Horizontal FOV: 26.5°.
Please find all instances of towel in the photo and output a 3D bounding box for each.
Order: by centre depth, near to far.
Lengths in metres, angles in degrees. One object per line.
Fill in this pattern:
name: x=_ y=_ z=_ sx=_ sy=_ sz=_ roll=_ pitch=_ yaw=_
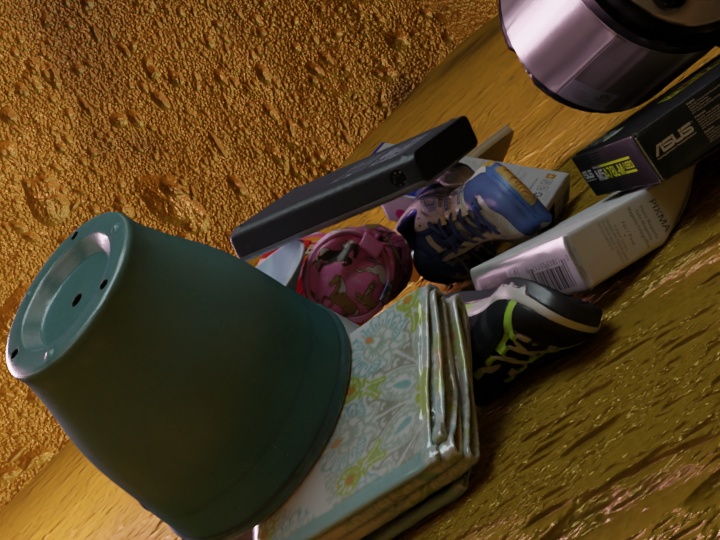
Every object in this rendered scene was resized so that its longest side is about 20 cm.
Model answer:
towel: x=0.000 y=0.119 z=1.072 sx=0.199 sy=0.048 sz=0.172 roll=-35 pitch=34 yaw=28

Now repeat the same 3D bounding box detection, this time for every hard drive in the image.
hard drive: x=-0.006 y=-0.073 z=1.354 sx=0.198 sy=0.033 sz=0.139 roll=-21 pitch=10 yaw=29

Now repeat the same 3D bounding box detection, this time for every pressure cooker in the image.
pressure cooker: x=0.221 y=-0.235 z=1.208 sx=0.174 sy=0.180 sz=0.200 roll=-23 pitch=-9 yaw=-23

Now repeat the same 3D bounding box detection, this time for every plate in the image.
plate: x=-0.110 y=0.056 z=1.326 sx=0.200 sy=0.026 sz=0.200 roll=-44 pitch=14 yaw=13

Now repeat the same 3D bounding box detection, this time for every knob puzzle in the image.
knob puzzle: x=0.090 y=-0.076 z=1.613 sx=0.220 sy=0.030 sz=0.220 roll=-47 pitch=-13 yaw=-14

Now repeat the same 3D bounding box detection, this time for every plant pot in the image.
plant pot: x=-0.140 y=0.062 z=1.092 sx=0.199 sy=0.188 sz=0.202 roll=-34 pitch=35 yaw=28

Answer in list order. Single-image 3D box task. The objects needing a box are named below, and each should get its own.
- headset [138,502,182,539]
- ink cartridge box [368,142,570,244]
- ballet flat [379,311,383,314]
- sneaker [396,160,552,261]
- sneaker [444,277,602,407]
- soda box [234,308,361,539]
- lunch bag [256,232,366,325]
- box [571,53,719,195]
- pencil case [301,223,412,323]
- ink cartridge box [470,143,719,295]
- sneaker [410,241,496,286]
headset: x=-0.135 y=0.199 z=1.317 sx=0.093 sy=0.124 sz=0.201 roll=-9 pitch=43 yaw=38
ink cartridge box: x=0.093 y=-0.074 z=1.457 sx=0.095 sy=0.198 sz=0.037 roll=-51 pitch=-32 yaw=-49
ballet flat: x=0.016 y=0.083 z=1.371 sx=0.199 sy=0.075 sz=0.065 roll=-29 pitch=47 yaw=56
sneaker: x=0.094 y=-0.040 z=1.310 sx=0.088 sy=0.075 sz=0.200 roll=-45 pitch=13 yaw=-10
sneaker: x=0.106 y=0.059 z=1.095 sx=0.200 sy=0.071 sz=0.084 roll=-18 pitch=54 yaw=68
soda box: x=-0.061 y=0.128 z=1.216 sx=0.200 sy=0.069 sz=0.063 roll=-45 pitch=40 yaw=-17
lunch bag: x=-0.067 y=0.053 z=1.490 sx=0.081 sy=0.178 sz=0.201 roll=9 pitch=39 yaw=24
box: x=0.270 y=-0.132 z=1.165 sx=0.199 sy=0.048 sz=0.193 roll=-35 pitch=0 yaw=-4
pencil case: x=0.000 y=0.000 z=1.378 sx=0.085 sy=0.084 sz=0.200 roll=0 pitch=2 yaw=6
ink cartridge box: x=0.202 y=-0.035 z=1.191 sx=0.198 sy=0.058 sz=0.162 roll=-23 pitch=0 yaw=-24
sneaker: x=0.089 y=-0.016 z=1.524 sx=0.085 sy=0.077 sz=0.200 roll=-46 pitch=-3 yaw=25
